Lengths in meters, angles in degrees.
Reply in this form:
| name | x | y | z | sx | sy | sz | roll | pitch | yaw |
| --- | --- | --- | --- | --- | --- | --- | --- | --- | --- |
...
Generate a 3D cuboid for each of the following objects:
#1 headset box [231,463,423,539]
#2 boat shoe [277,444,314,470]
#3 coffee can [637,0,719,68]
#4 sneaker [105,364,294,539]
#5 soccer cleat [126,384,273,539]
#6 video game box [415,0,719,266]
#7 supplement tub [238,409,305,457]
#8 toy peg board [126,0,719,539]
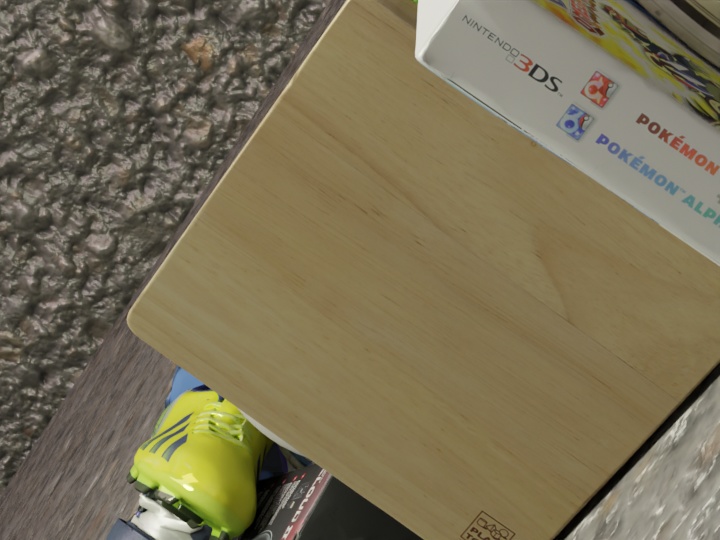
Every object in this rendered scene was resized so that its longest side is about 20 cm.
| name | x | y | z | sx | sy | sz | roll | pitch | yaw |
| --- | --- | --- | --- | --- | --- | --- | --- | --- | --- |
| headset box | -0.035 | 0.176 | 1.177 | 0.149 | 0.077 | 0.200 | -61 | 10 | -16 |
| boat shoe | 0.001 | 0.072 | 1.346 | 0.072 | 0.072 | 0.200 | -55 | 10 | 13 |
| coffee can | 0.195 | -0.179 | 0.894 | 0.200 | 0.146 | 0.146 | -53 | 11 | 32 |
| sneaker | -0.107 | 0.144 | 1.399 | 0.146 | 0.080 | 0.200 | -42 | -34 | -30 |
| soccer cleat | -0.075 | 0.089 | 1.257 | 0.084 | 0.065 | 0.200 | -51 | 7 | 0 |
| video game box | 0.106 | -0.071 | 0.904 | 0.047 | 0.182 | 0.200 | -56 | 10 | 18 |
| supplement tub | 0.000 | 0.000 | 1.235 | 0.145 | 0.145 | 0.200 | -56 | 9 | 17 |
| toy peg board | 0.043 | -0.007 | 0.999 | 0.199 | 0.200 | 0.098 | -52 | 3 | 35 |
